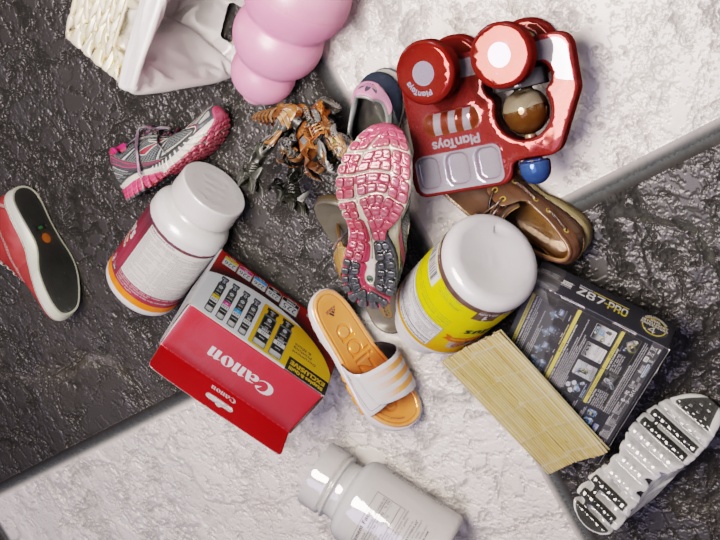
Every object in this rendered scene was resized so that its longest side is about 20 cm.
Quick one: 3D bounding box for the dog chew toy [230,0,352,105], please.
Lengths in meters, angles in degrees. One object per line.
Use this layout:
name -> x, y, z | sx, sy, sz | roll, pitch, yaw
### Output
dog chew toy -> -0.089, -0.274, 1.091 | 0.124, 0.124, 0.201 | 38, 129, 8

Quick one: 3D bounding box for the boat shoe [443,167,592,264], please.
boat shoe -> 0.162, -0.072, 1.068 | 0.199, 0.068, 0.072 | 32, 119, 12

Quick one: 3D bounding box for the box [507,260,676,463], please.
box -> 0.237, 0.107, 1.082 | 0.160, 0.049, 0.201 | 26, 132, 12

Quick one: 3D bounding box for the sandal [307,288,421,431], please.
sandal -> 0.010, 0.110, 1.187 | 0.207, 0.079, 0.059 | 54, 149, -7

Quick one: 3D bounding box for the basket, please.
basket -> -0.220, -0.296, 1.097 | 0.123, 0.200, 0.136 | 36, 120, 15

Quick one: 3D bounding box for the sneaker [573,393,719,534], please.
sneaker -> 0.329, 0.217, 1.096 | 0.200, 0.081, 0.075 | -47, 58, 13

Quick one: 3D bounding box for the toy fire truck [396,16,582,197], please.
toy fire truck -> 0.137, -0.170, 1.013 | 0.198, 0.112, 0.170 | -6, 103, 28

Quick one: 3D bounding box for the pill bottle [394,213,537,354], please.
pill bottle -> 0.107, 0.025, 1.074 | 0.109, 0.109, 0.200 | 46, 151, 4

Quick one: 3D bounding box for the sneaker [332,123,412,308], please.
sneaker -> 0.016, -0.063, 1.053 | 0.080, 0.075, 0.202 | 12, 115, 11

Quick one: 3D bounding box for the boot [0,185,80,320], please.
boot -> -0.499, -0.006, 1.415 | 0.143, 0.072, 0.202 | -25, 89, 31

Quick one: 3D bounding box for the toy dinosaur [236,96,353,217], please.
toy dinosaur -> -0.073, -0.144, 1.122 | 0.102, 0.200, 0.137 | 26, 99, -18

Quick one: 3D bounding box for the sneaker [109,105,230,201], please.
sneaker -> -0.250, -0.158, 1.229 | 0.199, 0.081, 0.075 | -25, 94, 31

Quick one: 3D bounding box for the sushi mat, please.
sushi mat -> 0.187, 0.152, 1.094 | 0.200, 0.012, 0.095 | 47, 135, -13

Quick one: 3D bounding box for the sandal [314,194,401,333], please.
sandal -> 0.000, 0.000, 1.161 | 0.081, 0.055, 0.201 | -2, 121, 37

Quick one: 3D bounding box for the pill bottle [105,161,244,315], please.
pill bottle -> -0.239, -0.041, 1.250 | 0.110, 0.109, 0.200 | 46, 121, 4

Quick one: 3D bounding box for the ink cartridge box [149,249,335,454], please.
ink cartridge box -> -0.135, 0.098, 1.184 | 0.199, 0.176, 0.084 | 35, 121, -10

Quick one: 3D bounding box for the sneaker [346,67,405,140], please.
sneaker -> 0.007, -0.128, 1.113 | 0.070, 0.082, 0.202 | 12, 116, 22

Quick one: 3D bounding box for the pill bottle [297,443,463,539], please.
pill bottle -> 0.023, 0.316, 1.251 | 0.199, 0.114, 0.115 | 31, 119, 13
